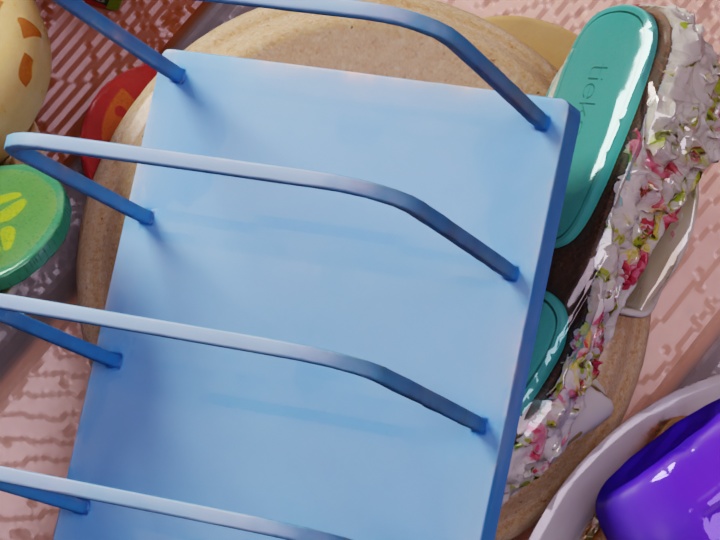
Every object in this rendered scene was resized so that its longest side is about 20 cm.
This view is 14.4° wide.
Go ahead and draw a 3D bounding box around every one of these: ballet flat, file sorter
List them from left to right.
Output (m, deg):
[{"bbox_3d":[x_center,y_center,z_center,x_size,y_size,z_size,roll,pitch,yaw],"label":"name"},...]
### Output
[{"bbox_3d":[-0.038,0.027,0.816,0.138,0.123,0.201,9,82,23],"label":"file sorter"},{"bbox_3d":[0.065,0.011,0.893,0.064,0.075,0.201,35,81,-38],"label":"ballet flat"}]

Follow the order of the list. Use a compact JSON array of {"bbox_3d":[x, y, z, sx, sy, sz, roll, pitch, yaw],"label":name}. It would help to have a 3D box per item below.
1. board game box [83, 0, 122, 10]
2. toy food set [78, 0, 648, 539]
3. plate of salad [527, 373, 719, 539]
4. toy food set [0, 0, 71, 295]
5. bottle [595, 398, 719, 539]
[{"bbox_3d":[-0.163,-0.165,0.948,0.199,0.048,0.102,14,79,-8],"label":"board game box"},{"bbox_3d":[0.000,0.000,0.946,0.196,0.049,0.202,11,81,-9],"label":"toy food set"},{"bbox_3d":[0.140,0.132,0.941,0.199,0.048,0.202,-2,97,-18],"label":"plate of salad"},{"bbox_3d":[-0.188,-0.022,0.875,0.198,0.049,0.199,-5,48,-3],"label":"toy food set"},{"bbox_3d":[0.152,0.132,0.863,0.065,0.084,0.200,-36,88,-3],"label":"bottle"}]
